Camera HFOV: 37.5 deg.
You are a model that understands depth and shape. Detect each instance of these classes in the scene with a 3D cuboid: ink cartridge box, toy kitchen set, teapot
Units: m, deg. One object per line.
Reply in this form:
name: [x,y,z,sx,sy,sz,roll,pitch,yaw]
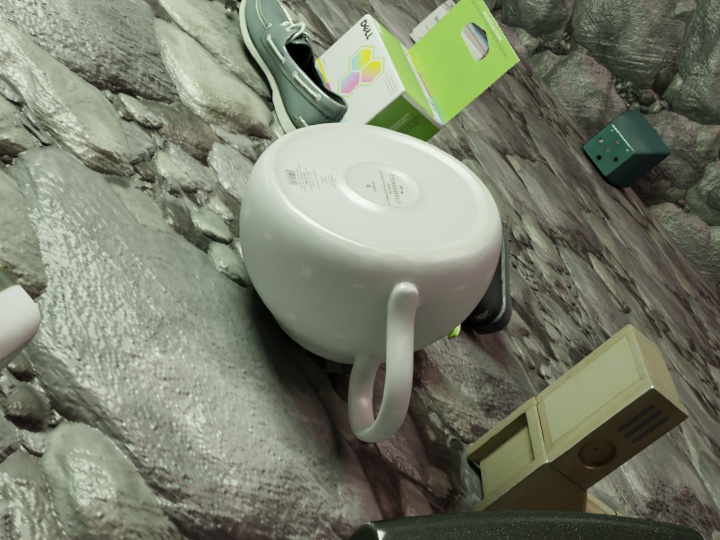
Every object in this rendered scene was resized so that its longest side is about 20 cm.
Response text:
ink cartridge box: [0.047,-0.212,1.111,0.076,0.200,0.148,32,27,-40]
ink cartridge box: [0.158,-0.400,1.845,0.116,0.068,0.200,48,21,-7]
toy kitchen set: [0.215,0.195,0.805,0.200,0.180,0.163,38,25,-21]
teapot: [0.000,0.000,0.758,0.197,0.146,0.200,31,37,20]

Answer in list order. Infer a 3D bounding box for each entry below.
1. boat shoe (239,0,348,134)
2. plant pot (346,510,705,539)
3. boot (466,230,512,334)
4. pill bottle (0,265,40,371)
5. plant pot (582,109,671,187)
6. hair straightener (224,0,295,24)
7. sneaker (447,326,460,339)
boat shoe: [-0.063,-0.213,1.055,0.073,0.062,0.200,9,50,-44]
plant pot: [0.044,0.215,0.434,0.177,0.200,0.200,24,31,-25]
boot: [0.080,-0.051,1.051,0.200,0.066,0.165,44,25,-40]
pill bottle: [-0.218,-0.019,0.366,0.200,0.112,0.112,49,21,-6]
plant pot: [0.620,-0.287,2.526,0.141,0.141,0.200,55,28,12]
hair straightener: [-0.121,-0.278,1.129,0.200,0.041,0.077,55,42,-6]
sneaker: [0.023,-0.026,0.916,0.083,0.072,0.200,-16,78,-41]
